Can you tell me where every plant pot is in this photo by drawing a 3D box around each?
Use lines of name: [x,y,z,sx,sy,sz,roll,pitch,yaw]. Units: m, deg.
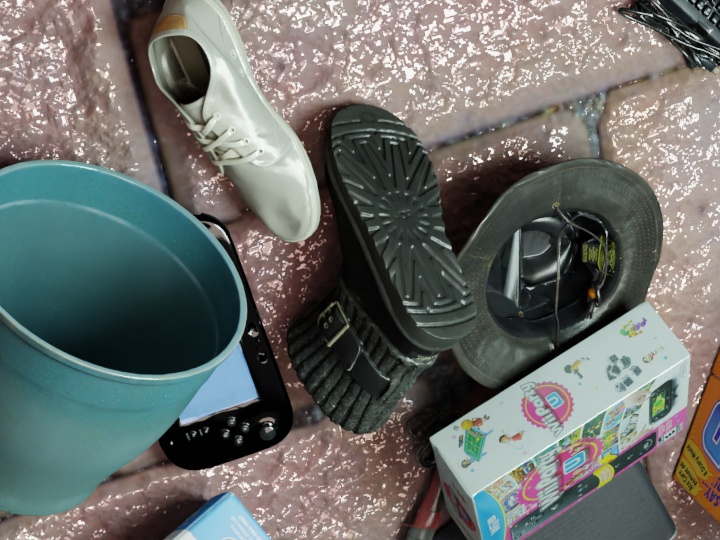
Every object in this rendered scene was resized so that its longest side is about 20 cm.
plant pot: [-0.205,0.061,1.234,0.200,0.200,0.188,15,128,-22]

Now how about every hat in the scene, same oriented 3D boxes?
hat: [0.131,-0.009,1.381,0.200,0.081,0.201,-14,120,-26]

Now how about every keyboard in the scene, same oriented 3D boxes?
keyboard: [0.277,-0.201,1.380,0.200,0.040,0.104,36,95,-24]

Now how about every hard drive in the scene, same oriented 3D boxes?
hard drive: [0.161,0.228,1.496,0.200,0.042,0.135,-33,116,-4]

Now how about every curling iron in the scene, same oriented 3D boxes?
curling iron: [0.042,0.202,1.458,0.049,0.026,0.200,10,105,-20]

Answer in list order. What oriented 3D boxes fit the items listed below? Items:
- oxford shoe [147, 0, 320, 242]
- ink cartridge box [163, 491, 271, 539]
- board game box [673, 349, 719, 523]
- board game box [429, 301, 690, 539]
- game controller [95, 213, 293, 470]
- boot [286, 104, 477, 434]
oxford shoe: [-0.093,-0.101,1.273,0.075,0.058,0.200,-11,116,36]
ink cartridge box: [-0.133,0.286,1.346,0.200,0.086,0.147,-40,92,-18]
board game box: [0.411,0.136,1.455,0.200,0.200,0.200,12,105,-21]
board game box: [0.157,0.127,1.399,0.200,0.064,0.148,-32,151,-9]
game controller: [-0.123,0.056,1.343,0.104,0.042,0.200,-22,114,-9]
boot: [-0.002,0.001,1.336,0.079,0.211,0.158,-2,153,-29]
